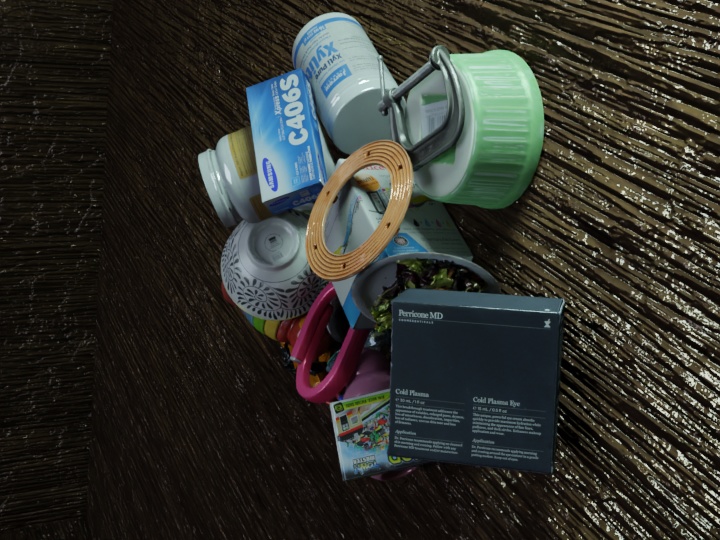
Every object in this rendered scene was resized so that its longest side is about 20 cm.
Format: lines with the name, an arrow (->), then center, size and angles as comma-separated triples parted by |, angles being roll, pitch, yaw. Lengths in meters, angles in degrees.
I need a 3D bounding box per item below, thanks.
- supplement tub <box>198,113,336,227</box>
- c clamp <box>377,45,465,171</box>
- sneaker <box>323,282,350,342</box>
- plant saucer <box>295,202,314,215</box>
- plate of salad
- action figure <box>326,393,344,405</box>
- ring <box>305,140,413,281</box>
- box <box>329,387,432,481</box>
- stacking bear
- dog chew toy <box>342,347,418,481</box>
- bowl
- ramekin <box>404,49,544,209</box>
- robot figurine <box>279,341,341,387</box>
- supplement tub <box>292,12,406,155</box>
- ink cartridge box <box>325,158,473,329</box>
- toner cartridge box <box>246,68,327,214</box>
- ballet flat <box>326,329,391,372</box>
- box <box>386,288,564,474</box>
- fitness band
supplement tub -> -0.142, -0.163, 1.461 | 0.145, 0.196, 0.148 | -21, -90, -88
c clamp -> 0.070, -0.218, 1.171 | 0.199, 0.027, 0.175 | -15, 79, 63
sneaker -> -0.004, 0.027, 1.495 | 0.115, 0.074, 0.205 | 19, 108, 57
plant saucer -> -0.093, -0.024, 1.652 | 0.197, 0.050, 0.205 | 4, 96, 43
plate of salad -> 0.084, 0.042, 1.198 | 0.200, 0.196, 0.049 | 130, 152, -52
action figure -> 0.009, 0.250, 1.515 | 0.200, 0.051, 0.067 | 45, 136, 46
ring -> -0.001, -0.077, 1.216 | 0.199, 0.019, 0.204 | -31, 44, 34
box -> 0.062, 0.217, 1.284 | 0.035, 0.196, 0.113 | 37, -140, -70
stacking bear -> -0.129, 0.072, 1.589 | 0.199, 0.121, 0.115 | 40, 149, 23
dog chew toy -> 0.029, 0.208, 1.392 | 0.125, 0.122, 0.203 | -57, 44, 47
bowl -> -0.140, -0.029, 1.521 | 0.095, 0.196, 0.205 | 85, 171, -69
ramekin -> 0.136, -0.180, 1.182 | 0.199, 0.096, 0.205 | 10, 101, 62
robot figurine -> -0.093, 0.138, 1.689 | 0.200, 0.057, 0.148 | 44, 130, 52
supplement tub -> -0.020, -0.292, 1.438 | 0.202, 0.129, 0.133 | 63, 144, 38
ink cartridge box -> 0.038, -0.040, 1.328 | 0.202, 0.144, 0.146 | 64, 142, 37
toner cartridge box -> -0.107, -0.191, 1.356 | 0.043, 0.093, 0.204 | 49, -154, -61
ballet flat -> 0.000, 0.139, 1.509 | 0.201, 0.073, 0.076 | 124, 135, -53
box -> 0.137, 0.124, 1.091 | 0.104, 0.195, 0.187 | -28, -59, -73
fitness band -> -0.045, 0.105, 1.434 | 0.143, 0.037, 0.204 | 9, 75, 58
